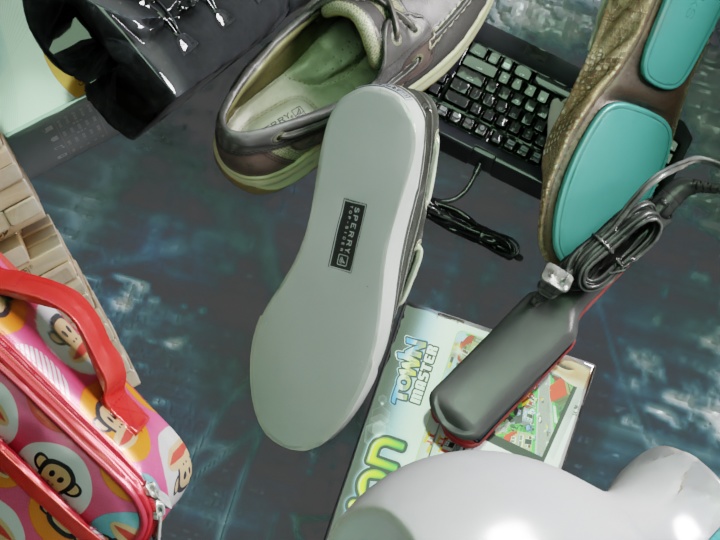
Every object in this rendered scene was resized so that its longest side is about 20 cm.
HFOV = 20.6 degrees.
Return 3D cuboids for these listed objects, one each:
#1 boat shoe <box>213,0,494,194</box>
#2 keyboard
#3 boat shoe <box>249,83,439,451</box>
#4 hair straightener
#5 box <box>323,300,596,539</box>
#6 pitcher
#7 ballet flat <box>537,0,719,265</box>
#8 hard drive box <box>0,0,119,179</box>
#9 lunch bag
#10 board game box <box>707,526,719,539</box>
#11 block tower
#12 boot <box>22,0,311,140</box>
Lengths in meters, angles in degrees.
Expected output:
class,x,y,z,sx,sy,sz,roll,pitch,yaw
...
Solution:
class,x,y,z,sx,sy,sz,roll,pitch,yaw
boat shoe,0.001,-0.122,1.067,0.201,0.066,0.072,-42,79,-9
keyboard,0.072,-0.070,1.098,0.199,0.021,0.128,26,79,7
boat shoe,0.000,0.000,1.055,0.070,0.064,0.202,23,102,22
hair straightener,0.114,0.012,1.004,0.200,0.077,0.041,-40,79,-2
box,0.042,0.128,1.046,0.109,0.035,0.201,19,79,5
pitcher,0.076,0.171,0.960,0.199,0.121,0.173,1,103,-40
ballet flat,0.139,-0.096,1.063,0.070,0.065,0.201,24,94,-34
hard drive box,-0.232,-0.117,1.082,0.199,0.077,0.157,-28,78,-5
lunch bag,-0.184,0.076,0.984,0.200,0.082,0.176,44,120,-4
board game box,0.150,0.215,0.966,0.200,0.152,0.045,-46,59,-8
block tower,-0.185,-0.018,1.021,0.057,0.054,0.201,-28,116,-6
boot,-0.114,-0.170,1.044,0.164,0.066,0.200,37,44,7
